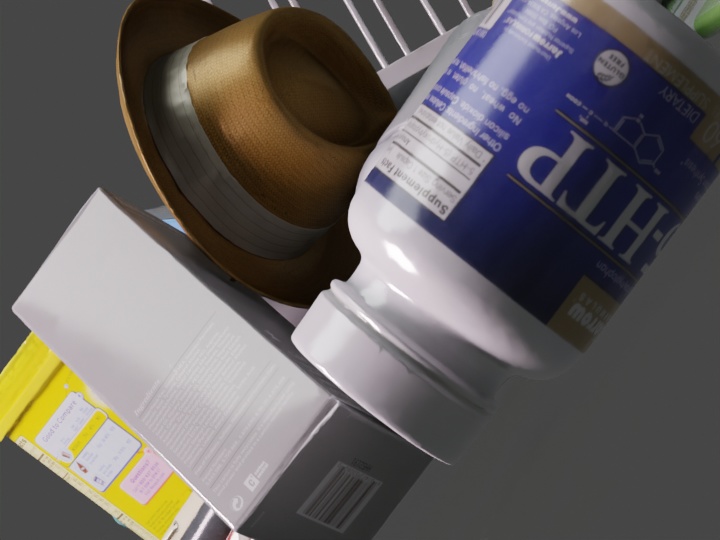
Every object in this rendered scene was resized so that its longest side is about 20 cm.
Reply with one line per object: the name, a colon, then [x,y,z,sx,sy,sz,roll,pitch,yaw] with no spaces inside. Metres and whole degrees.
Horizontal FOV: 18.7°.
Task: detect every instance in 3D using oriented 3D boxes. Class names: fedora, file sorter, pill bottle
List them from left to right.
fedora: [-0.039,-0.077,1.138,0.081,0.201,0.201,-28,17,28]
file sorter: [0.006,-0.167,1.407,0.199,0.125,0.139,-29,-4,-4]
pill bottle: [0.065,-0.024,0.921,0.201,0.119,0.120,-53,5,3]

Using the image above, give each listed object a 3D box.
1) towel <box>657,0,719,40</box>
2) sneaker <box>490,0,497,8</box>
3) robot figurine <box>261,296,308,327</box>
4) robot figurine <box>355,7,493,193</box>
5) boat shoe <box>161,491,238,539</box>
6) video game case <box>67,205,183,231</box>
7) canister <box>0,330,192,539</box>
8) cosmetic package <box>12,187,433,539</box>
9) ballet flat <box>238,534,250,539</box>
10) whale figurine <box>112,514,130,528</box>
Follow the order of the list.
towel: [0.199,-0.163,1.190,0.150,0.031,0.200,-57,8,-16]
sneaker: [0.144,-0.162,1.212,0.200,0.075,0.088,-50,25,42]
robot figurine: [0.000,-0.001,1.308,0.200,0.124,0.150,-52,5,16]
robot figurine: [0.069,-0.054,1.111,0.169,0.113,0.201,-30,22,51]
boat shoe: [-0.060,0.108,1.217,0.071,0.062,0.201,3,-65,-55]
video game case: [-0.070,-0.040,1.417,0.142,0.018,0.199,-3,8,43]
canister: [-0.136,0.100,1.436,0.149,0.199,0.087,-49,6,33]
cosmetic package: [-0.071,0.054,1.088,0.090,0.200,0.107,-51,-34,5]
ballet flat: [-0.021,0.094,1.145,0.201,0.075,0.068,-53,6,4]
whale figurine: [-0.121,0.101,1.526,0.104,0.158,0.201,11,-74,-61]
